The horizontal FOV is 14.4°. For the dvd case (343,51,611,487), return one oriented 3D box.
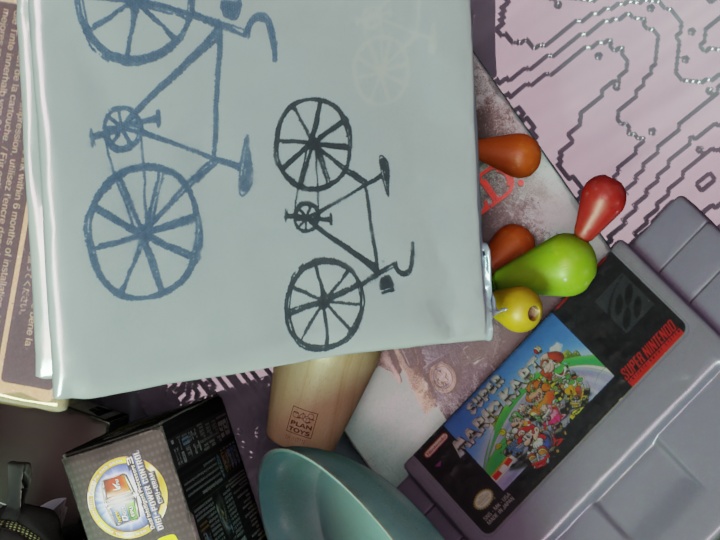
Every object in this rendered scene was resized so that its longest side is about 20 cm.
[{"bbox_3d":[0.024,-0.009,1.248,0.146,0.022,0.201,-34,88,4],"label":"dvd case"}]

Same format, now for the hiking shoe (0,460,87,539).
[{"bbox_3d":[-0.110,0.162,1.211,0.075,0.200,0.101,9,63,25],"label":"hiking shoe"}]

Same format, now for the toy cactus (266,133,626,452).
[{"bbox_3d":[0.000,0.000,1.200,0.199,0.102,0.166,14,104,-8],"label":"toy cactus"}]

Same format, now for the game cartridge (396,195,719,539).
[{"bbox_3d":[0.105,0.077,1.189,0.200,0.038,0.130,-46,60,4],"label":"game cartridge"}]

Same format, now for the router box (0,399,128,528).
[{"bbox_3d":[-0.209,0.135,1.270,0.156,0.052,0.201,19,92,5],"label":"router box"}]

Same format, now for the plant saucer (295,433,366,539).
[{"bbox_3d":[0.013,0.026,1.268,0.069,0.019,0.202,4,90,5],"label":"plant saucer"}]

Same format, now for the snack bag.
[{"bbox_3d":[-0.037,-0.055,1.108,0.199,0.021,0.190,-7,98,-26],"label":"snack bag"}]

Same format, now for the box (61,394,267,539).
[{"bbox_3d":[-0.065,0.138,1.184,0.044,0.200,0.161,-17,90,4],"label":"box"}]

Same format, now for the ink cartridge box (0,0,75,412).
[{"bbox_3d":[-0.135,-0.034,1.187,0.075,0.200,0.166,11,92,-2],"label":"ink cartridge box"}]

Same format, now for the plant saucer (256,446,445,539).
[{"bbox_3d":[0.022,0.157,1.190,0.027,0.200,0.201,-29,88,-20],"label":"plant saucer"}]
